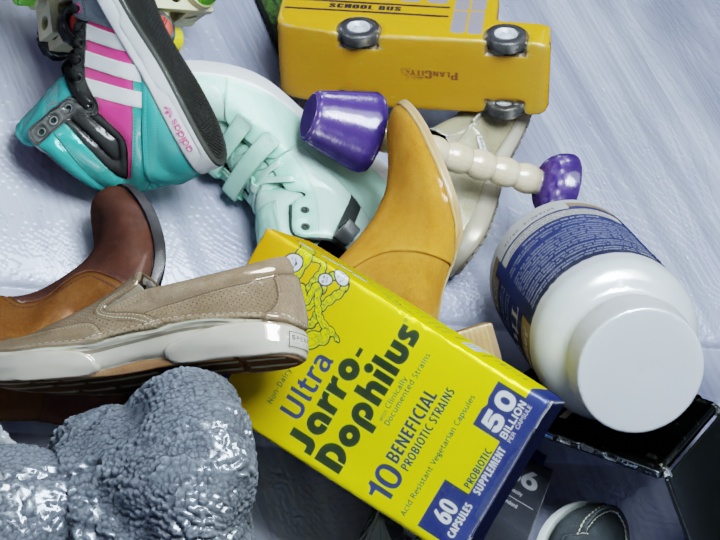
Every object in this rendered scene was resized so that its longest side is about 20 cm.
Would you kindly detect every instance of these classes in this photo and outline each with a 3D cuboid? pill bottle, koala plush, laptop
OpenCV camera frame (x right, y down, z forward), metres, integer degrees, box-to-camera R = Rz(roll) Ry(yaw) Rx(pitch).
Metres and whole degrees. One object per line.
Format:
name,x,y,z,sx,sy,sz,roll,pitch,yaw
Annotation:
pill bottle,0.157,0.032,1.331,0.110,0.112,0.200,18,14,-14
koala plush,-0.164,0.139,1.123,0.198,0.184,0.178,0,53,-14
laptop,0.185,0.146,1.357,0.198,0.104,0.177,18,16,18

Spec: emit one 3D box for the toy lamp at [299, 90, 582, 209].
toy lamp,0.054,-0.080,1.402,0.198,0.058,0.059,16,48,-18

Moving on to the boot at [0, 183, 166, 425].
boot,-0.222,0.021,1.267,0.198,0.069,0.190,2,60,-18

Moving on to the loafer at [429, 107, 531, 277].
loafer,0.074,-0.087,1.489,0.068,0.076,0.201,29,46,-12

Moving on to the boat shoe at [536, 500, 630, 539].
boat shoe,0.135,0.207,1.267,0.076,0.060,0.200,59,38,-16

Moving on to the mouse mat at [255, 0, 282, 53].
mouse mat,-0.022,-0.237,1.609,0.160,0.008,0.201,-3,57,-30

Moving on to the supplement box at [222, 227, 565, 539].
supplement box,0.010,0.073,1.228,0.199,0.109,0.109,31,2,11

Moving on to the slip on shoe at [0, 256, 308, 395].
slip on shoe,-0.127,0.033,1.168,0.076,0.198,0.061,29,54,-68

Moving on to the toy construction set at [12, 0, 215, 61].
toy construction set,-0.185,-0.214,1.441,0.198,0.092,0.132,-4,80,-21

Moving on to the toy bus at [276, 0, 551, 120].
toy bus,0.040,-0.161,1.476,0.198,0.066,0.079,3,38,6

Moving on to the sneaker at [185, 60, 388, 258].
sneaker,-0.071,-0.064,1.388,0.199,0.074,0.119,27,39,-10

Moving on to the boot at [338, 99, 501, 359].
boot,0.000,0.001,1.322,0.143,0.071,0.203,-16,84,-5

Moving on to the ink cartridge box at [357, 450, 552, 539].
ink cartridge box,0.061,0.156,1.308,0.099,0.039,0.201,29,45,-3

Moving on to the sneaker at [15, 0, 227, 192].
sneaker,-0.184,-0.135,1.351,0.201,0.120,0.084,63,14,-5
